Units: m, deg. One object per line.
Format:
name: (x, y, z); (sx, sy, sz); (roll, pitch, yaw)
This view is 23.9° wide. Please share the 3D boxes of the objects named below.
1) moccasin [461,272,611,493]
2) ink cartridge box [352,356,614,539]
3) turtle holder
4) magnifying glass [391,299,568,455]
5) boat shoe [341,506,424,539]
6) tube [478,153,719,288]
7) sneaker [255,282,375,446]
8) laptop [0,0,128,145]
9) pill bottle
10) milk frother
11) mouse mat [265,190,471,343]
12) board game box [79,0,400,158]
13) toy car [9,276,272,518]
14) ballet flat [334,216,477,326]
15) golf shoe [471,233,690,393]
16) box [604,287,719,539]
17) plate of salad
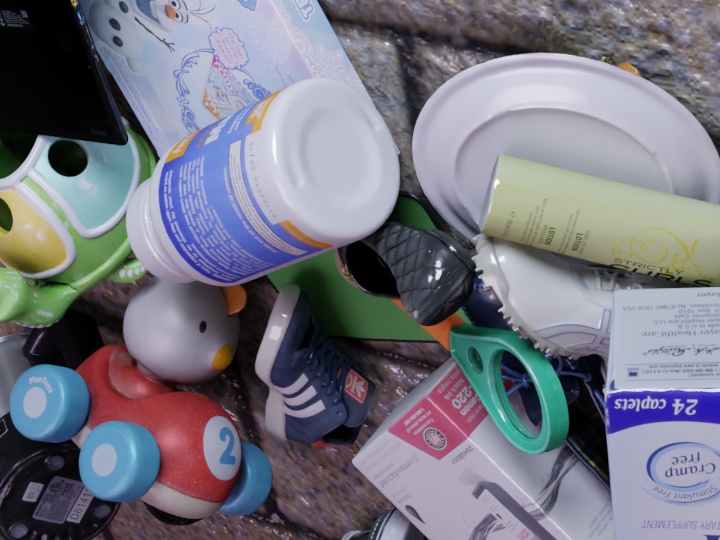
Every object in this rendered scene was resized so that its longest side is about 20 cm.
moccasin: (0.144, 0.079, 1.176); (0.200, 0.068, 0.080); (42, 143, 0)
ink cartridge box: (0.111, 0.164, 1.273); (0.200, 0.085, 0.146); (43, 144, 0)
turtle holder: (-0.246, -0.051, 1.323); (0.141, 0.186, 0.132); (35, 173, 40)
magnifying glass: (0.077, 0.056, 1.157); (0.200, 0.022, 0.080); (44, 145, 50)
boat shoe: (0.004, 0.260, 1.464); (0.071, 0.072, 0.200); (29, 141, 13)
tube: (0.174, -0.024, 1.039); (0.199, 0.052, 0.058); (14, 180, -1)
sneaker: (-0.030, 0.078, 1.332); (0.084, 0.075, 0.200); (15, 153, 10)
laptop: (-0.234, -0.212, 1.240); (0.187, 0.116, 0.201); (10, 130, 37)
pill bottle: (-0.075, -0.052, 1.167); (0.200, 0.112, 0.112); (-18, 110, 48)
milk frother: (-0.248, 0.154, 1.565); (0.200, 0.181, 0.188); (39, -171, -38)
mouse mat: (0.000, 0.000, 1.262); (0.199, 0.008, 0.161); (0, 137, 38)
board game box: (-0.094, -0.143, 1.229); (0.199, 0.043, 0.200); (-9, 116, 47)
toy car: (-0.143, 0.078, 1.372); (0.177, 0.184, 0.201); (33, 98, 34)
ballet flat: (0.017, 0.000, 1.145); (0.067, 0.057, 0.200); (49, 168, -15)
golf shoe: (0.161, 0.019, 1.093); (0.200, 0.078, 0.097); (34, 122, -26)
box: (0.248, 0.116, 1.040); (0.183, 0.105, 0.201); (-2, 126, 13)
plate of salad: (0.131, -0.068, 1.079); (0.199, 0.048, 0.200); (11, 141, 9)
